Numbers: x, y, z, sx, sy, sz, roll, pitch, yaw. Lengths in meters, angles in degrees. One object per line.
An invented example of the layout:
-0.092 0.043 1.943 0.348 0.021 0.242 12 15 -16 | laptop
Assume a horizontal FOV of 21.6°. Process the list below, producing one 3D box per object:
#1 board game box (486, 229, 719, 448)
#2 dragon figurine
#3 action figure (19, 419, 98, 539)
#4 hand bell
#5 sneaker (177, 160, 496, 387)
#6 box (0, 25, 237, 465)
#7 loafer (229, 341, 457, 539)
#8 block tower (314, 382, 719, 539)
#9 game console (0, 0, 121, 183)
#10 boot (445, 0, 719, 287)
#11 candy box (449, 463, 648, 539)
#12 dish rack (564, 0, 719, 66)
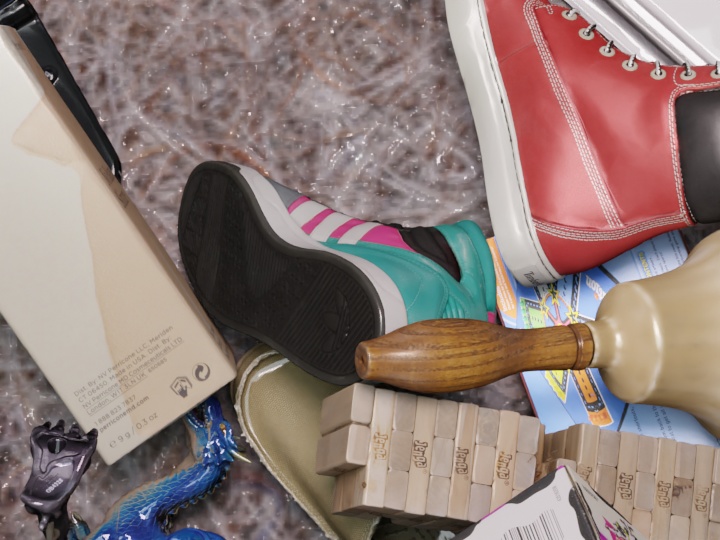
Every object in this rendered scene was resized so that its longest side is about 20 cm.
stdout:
0.137 0.063 0.945 0.102 0.019 0.202 -19 79 0 | board game box
-0.092 0.158 0.929 0.098 0.059 0.202 -9 78 4 | dragon figurine
-0.152 0.159 0.827 0.118 0.102 0.202 9 106 8 | action figure
0.090 0.033 0.850 0.198 0.104 0.105 -1 78 -25 | hand bell
0.000 0.000 0.936 0.200 0.120 0.084 37 115 49 | sneaker
-0.147 -0.015 0.919 0.077 0.095 0.201 -34 100 -1 | box
0.013 0.105 0.924 0.200 0.067 0.076 42 86 11 | loafer
0.080 0.098 0.873 0.198 0.058 0.055 11 76 -15 | block tower
-0.250 -0.075 0.957 0.199 0.118 0.172 -31 78 0 | game console
0.123 -0.106 0.927 0.143 0.072 0.202 -19 72 20 | boot
0.052 0.188 0.845 0.199 0.136 0.061 -35 42 13 | candy box
0.210 -0.184 0.971 0.172 0.044 0.200 43 85 12 | dish rack
